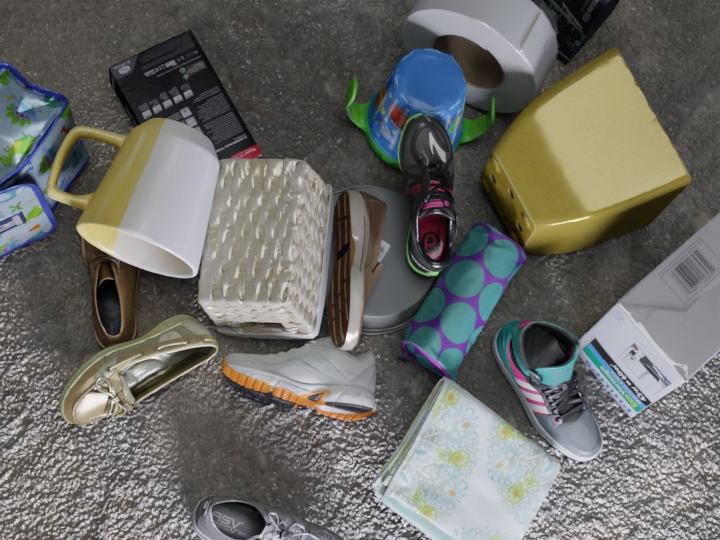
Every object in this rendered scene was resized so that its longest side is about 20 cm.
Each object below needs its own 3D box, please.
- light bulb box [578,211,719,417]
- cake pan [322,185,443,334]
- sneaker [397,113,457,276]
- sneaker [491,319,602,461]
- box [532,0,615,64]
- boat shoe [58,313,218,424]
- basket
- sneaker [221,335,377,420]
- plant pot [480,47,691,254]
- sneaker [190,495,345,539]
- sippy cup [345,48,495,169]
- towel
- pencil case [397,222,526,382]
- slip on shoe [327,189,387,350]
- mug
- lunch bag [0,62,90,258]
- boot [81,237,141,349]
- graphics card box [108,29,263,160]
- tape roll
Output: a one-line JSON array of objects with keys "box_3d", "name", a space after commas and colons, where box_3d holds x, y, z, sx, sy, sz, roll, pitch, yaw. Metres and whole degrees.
[{"box_3d": [0.393, 0.058, 1.563, 0.197, 0.200, 0.125, -37, 80, -18], "name": "light bulb box"}, {"box_3d": [0.015, -0.020, 1.613, 0.197, 0.037, 0.204, 3, 73, -9], "name": "cake pan"}, {"box_3d": [0.092, -0.094, 1.556, 0.075, 0.084, 0.204, -8, 97, -15], "name": "sneaker"}, {"box_3d": [0.246, 0.140, 1.556, 0.083, 0.121, 0.201, -34, 81, -17], "name": "sneaker"}, {"box_3d": [0.265, -0.420, 1.690, 0.196, 0.200, 0.124, 39, 73, 5], "name": "box"}, {"box_3d": [-0.265, 0.125, 1.498, 0.199, 0.074, 0.063, -29, 41, -22], "name": "boat shoe"}, {"box_3d": [-0.116, -0.030, 1.530, 0.133, 0.123, 0.203, 1, 71, 15], "name": "basket"}, {"box_3d": [-0.072, 0.120, 1.544, 0.197, 0.076, 0.093, 14, 63, -13], "name": "sneaker"}, {"box_3d": [0.269, -0.127, 1.612, 0.198, 0.194, 0.197, -27, 78, -10], "name": "plant pot"}, {"box_3d": [-0.104, 0.316, 1.466, 0.197, 0.082, 0.076, 16, 71, -4], "name": "sneaker"}, {"box_3d": [0.079, -0.216, 1.631, 0.176, 0.131, 0.141, -27, 76, -18], "name": "sippy cup"}, {"box_3d": [0.130, 0.252, 1.522, 0.199, 0.048, 0.172, 37, 76, -10], "name": "towel"}, {"box_3d": [0.131, 0.041, 1.587, 0.084, 0.093, 0.201, 22, 70, 33], "name": "pencil case"}, {"box_3d": [0.000, 0.000, 1.551, 0.060, 0.076, 0.203, 10, 66, -24], "name": "slip on shoe"}, {"box_3d": [-0.248, -0.099, 1.459, 0.185, 0.148, 0.155, 30, 72, -36], "name": "mug"}, {"box_3d": [-0.423, -0.113, 1.500, 0.126, 0.170, 0.201, 29, 72, 8], "name": "lunch bag"}, {"box_3d": [-0.305, -0.005, 1.538, 0.072, 0.076, 0.203, -7, 72, -8], "name": "boot"}, {"box_3d": [-0.227, -0.197, 1.622, 0.124, 0.051, 0.202, -29, 80, -16], "name": "graphics card box"}, {"box_3d": [0.155, -0.296, 1.633, 0.201, 0.203, 0.071, 31, 70, 2], "name": "tape roll"}]
